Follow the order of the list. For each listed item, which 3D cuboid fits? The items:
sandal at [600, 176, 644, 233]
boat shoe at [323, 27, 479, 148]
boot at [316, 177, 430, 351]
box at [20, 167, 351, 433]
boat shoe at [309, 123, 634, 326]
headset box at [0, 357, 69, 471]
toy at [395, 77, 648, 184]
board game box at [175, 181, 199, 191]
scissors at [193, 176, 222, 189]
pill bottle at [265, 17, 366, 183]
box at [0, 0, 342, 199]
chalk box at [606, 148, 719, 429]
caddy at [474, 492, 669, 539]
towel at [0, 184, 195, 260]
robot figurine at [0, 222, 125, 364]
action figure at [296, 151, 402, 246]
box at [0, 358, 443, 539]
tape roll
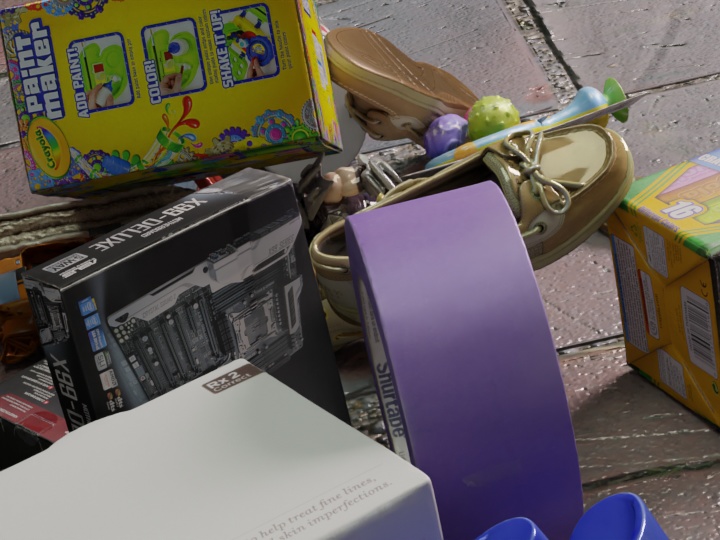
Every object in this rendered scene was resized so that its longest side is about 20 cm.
[{"bbox_3d":[0.249,-0.056,1.551,0.198,0.054,0.080,3,29,30],"label":"sandal"},{"bbox_3d":[0.024,-0.125,1.691,0.071,0.065,0.199,52,18,30],"label":"boat shoe"},{"bbox_3d":[0.000,0.000,1.442,0.198,0.073,0.156,-9,-15,-5],"label":"boot"},{"bbox_3d":[-0.090,0.065,1.276,0.157,0.202,0.050,-26,25,-30],"label":"box"},{"bbox_3d":[0.066,-0.035,1.327,0.199,0.063,0.074,-23,57,1],"label":"boat shoe"},{"bbox_3d":[-0.132,0.094,1.382,0.199,0.076,0.148,-29,30,-33],"label":"headset box"},{"bbox_3d":[0.103,-0.106,1.684,0.198,0.048,0.115,-16,-4,-14],"label":"toy"},{"bbox_3d":[-0.135,-0.105,1.728,0.102,0.019,0.201,-11,52,39],"label":"board game box"},{"bbox_3d":[-0.119,-0.074,1.631,0.014,0.200,0.073,-42,6,19],"label":"scissors"},{"bbox_3d":[-0.062,-0.147,1.812,0.115,0.117,0.200,-16,25,-8],"label":"pill bottle"},{"bbox_3d":[-0.121,-0.123,1.516,0.191,0.123,0.200,-11,0,3],"label":"box"},{"bbox_3d":[0.265,-0.008,1.362,0.199,0.125,0.124,-20,26,-19],"label":"chalk box"},{"bbox_3d":[0.088,0.196,1.037,0.141,0.105,0.200,-19,21,40],"label":"caddy"},{"bbox_3d":[-0.195,-0.012,1.600,0.198,0.133,0.035,-10,70,8],"label":"towel"},{"bbox_3d":[-0.166,0.013,1.538,0.198,0.059,0.145,-11,-16,10],"label":"robot figurine"},{"bbox_3d":[0.019,-0.038,1.552,0.198,0.070,0.130,-10,-18,-26],"label":"action figure"},{"bbox_3d":[-0.083,0.165,1.145,0.198,0.132,0.200,-24,27,-24],"label":"box"},{"bbox_3d":[0.054,0.059,1.224,0.084,0.202,0.200,-13,25,-3],"label":"tape roll"}]
